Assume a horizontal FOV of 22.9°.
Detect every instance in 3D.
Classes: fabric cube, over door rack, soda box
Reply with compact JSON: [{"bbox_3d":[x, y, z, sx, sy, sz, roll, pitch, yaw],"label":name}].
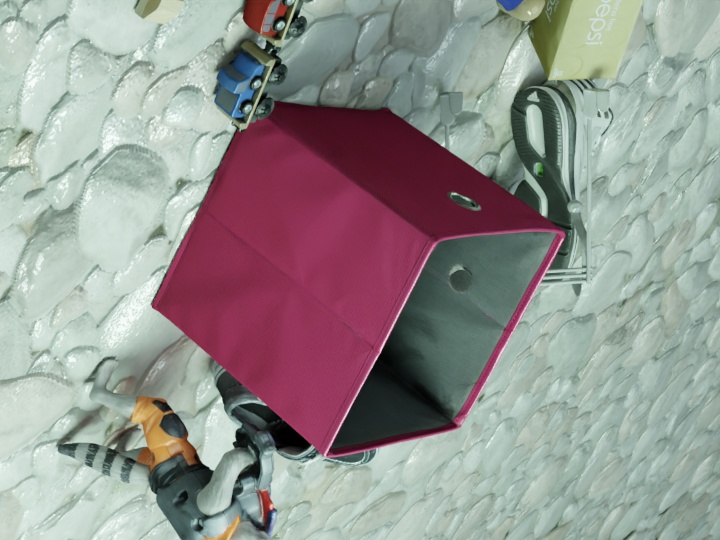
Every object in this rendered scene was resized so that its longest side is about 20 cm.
[{"bbox_3d":[0.000,0.000,1.386,0.196,0.199,0.200,-3,126,-54],"label":"fabric cube"},{"bbox_3d":[0.136,-0.070,1.571,0.148,0.067,0.200,-4,113,-13],"label":"over door rack"},{"bbox_3d":[0.202,-0.254,1.497,0.068,0.064,0.200,-3,137,-16],"label":"soda box"}]

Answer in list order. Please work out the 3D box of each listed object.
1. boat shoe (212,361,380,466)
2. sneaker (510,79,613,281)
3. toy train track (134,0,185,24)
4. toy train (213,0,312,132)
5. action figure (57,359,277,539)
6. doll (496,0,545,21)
[{"bbox_3d":[-0.049,0.136,1.539,0.072,0.068,0.200,-32,136,20],"label":"boat shoe"},{"bbox_3d":[0.201,-0.091,1.682,0.115,0.076,0.201,-28,126,-42],"label":"sneaker"},{"bbox_3d":[-0.085,-0.244,1.146,0.115,0.033,0.200,3,121,-58],"label":"toy train track"},{"bbox_3d":[-0.058,-0.185,1.255,0.046,0.034,0.200,-8,129,-49],"label":"toy train"},{"bbox_3d":[-0.138,0.184,1.397,0.105,0.193,0.200,-31,146,-33],"label":"action figure"},{"bbox_3d":[0.112,-0.275,1.391,0.136,0.048,0.200,-61,155,-6],"label":"doll"}]
